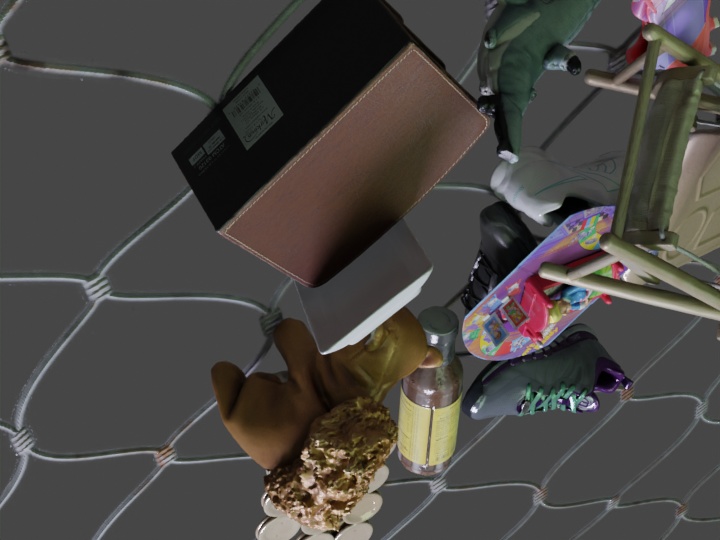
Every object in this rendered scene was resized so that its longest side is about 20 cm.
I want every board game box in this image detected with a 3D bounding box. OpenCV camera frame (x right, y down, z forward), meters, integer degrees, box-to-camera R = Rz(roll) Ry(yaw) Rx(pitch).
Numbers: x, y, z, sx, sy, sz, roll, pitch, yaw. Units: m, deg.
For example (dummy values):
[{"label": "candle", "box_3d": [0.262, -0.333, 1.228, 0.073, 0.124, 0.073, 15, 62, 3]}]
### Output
[{"label": "board game box", "box_3d": [0.190, 0.028, 1.212, 0.200, 0.039, 0.158, -45, 146, 16]}]

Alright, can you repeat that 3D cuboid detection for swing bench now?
[{"label": "swing bench", "box_3d": [0.282, -0.068, 1.107, 0.199, 0.200, 0.130, 18, 165, -13]}]

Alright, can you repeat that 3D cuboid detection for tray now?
[{"label": "tray", "box_3d": [0.000, 0.000, 1.060, 0.107, 0.200, 0.022, -39, 113, 6]}]

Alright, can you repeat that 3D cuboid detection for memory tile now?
[{"label": "memory tile", "box_3d": [-0.041, 0.246, 1.411, 0.153, 0.017, 0.201, -11, 134, -25]}]

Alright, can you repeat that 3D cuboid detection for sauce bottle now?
[{"label": "sauce bottle", "box_3d": [0.072, 0.121, 1.323, 0.064, 0.065, 0.201, -15, 136, -21]}]

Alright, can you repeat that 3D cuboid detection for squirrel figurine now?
[{"label": "squirrel figurine", "box_3d": [-0.012, 0.121, 1.160, 0.186, 0.201, 0.141, -36, 135, 22]}]

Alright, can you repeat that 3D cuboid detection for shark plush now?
[{"label": "shark plush", "box_3d": [0.131, -0.168, 0.998, 0.083, 0.200, 0.091, 7, 130, 17]}]

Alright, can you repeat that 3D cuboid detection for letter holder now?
[{"label": "letter holder", "box_3d": [-0.018, -0.101, 1.017, 0.200, 0.101, 0.142, -43, 141, 11]}]

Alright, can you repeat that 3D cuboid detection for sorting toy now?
[{"label": "sorting toy", "box_3d": [0.351, -0.082, 1.310, 0.199, 0.036, 0.186, -16, 138, -39]}]

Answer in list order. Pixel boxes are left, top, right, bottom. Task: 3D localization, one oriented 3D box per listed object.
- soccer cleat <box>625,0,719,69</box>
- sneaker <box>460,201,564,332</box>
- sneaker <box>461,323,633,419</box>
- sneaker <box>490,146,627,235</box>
[{"label": "soccer cleat", "box_3d": [0.257, -0.248, 1.085, 0.076, 0.067, 0.200, -14, 137, -1]}, {"label": "sneaker", "box_3d": [0.137, 0.016, 1.260, 0.090, 0.076, 0.200, -25, 138, 0]}, {"label": "sneaker", "box_3d": [0.197, 0.118, 1.356, 0.199, 0.088, 0.075, -22, 143, -36]}, {"label": "sneaker", "box_3d": [0.216, -0.065, 1.224, 0.200, 0.080, 0.071, -3, 129, -34]}]
